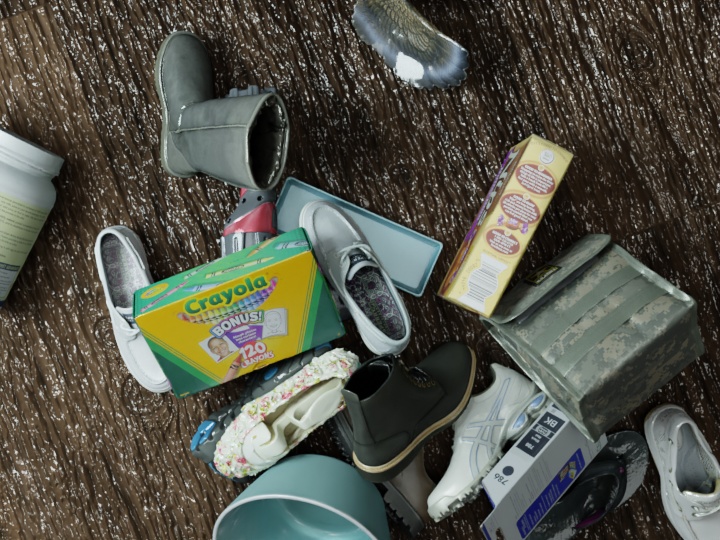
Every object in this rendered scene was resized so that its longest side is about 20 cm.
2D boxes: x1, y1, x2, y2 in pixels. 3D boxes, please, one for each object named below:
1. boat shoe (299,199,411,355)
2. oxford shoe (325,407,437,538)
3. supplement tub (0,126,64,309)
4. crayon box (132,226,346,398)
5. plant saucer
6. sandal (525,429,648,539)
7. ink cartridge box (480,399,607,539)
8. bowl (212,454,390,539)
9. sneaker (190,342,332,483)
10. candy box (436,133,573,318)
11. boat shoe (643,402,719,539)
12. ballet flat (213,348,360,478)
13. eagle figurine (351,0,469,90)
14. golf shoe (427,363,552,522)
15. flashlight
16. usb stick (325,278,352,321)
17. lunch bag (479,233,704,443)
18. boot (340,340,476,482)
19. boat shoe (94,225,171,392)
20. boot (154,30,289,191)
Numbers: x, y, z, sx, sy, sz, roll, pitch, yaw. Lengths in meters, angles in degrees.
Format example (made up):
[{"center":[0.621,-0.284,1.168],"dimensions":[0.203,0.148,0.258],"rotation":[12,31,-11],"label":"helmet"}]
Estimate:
[{"center":[-0.001,0.001,0.977],"dimensions":[0.070,0.072,0.201],"rotation":[-28,82,-18],"label":"boat shoe"},{"center":[0.025,0.204,1.016],"dimensions":[0.084,0.073,0.200],"rotation":[-38,94,-17],"label":"oxford shoe"},{"center":[-0.425,-0.061,0.955],"dimensions":[0.145,0.145,0.200],"rotation":[27,89,-2],"label":"supplement tub"},{"center":[-0.130,0.046,0.952],"dimensions":[0.200,0.058,0.119],"rotation":[-21,122,-1],"label":"crayon box"},{"center":[-0.007,-0.039,1.032],"dimensions":[0.200,0.019,0.070],"rotation":[24,90,-3],"label":"plant saucer"},{"center":[0.265,0.269,1.026],"dimensions":[0.200,0.048,0.075],"rotation":[-42,93,-3],"label":"sandal"},{"center":[0.196,0.226,0.976],"dimensions":[0.200,0.039,0.100],"rotation":[-43,133,-21],"label":"ink cartridge box"},{"center":[-0.051,0.281,0.966],"dimensions":[0.201,0.105,0.201],"rotation":[7,125,10],"label":"bowl"},{"center":[-0.101,0.159,1.013],"dimensions":[0.200,0.073,0.082],"rotation":[-43,109,4],"label":"sneaker"},{"center":[0.159,-0.047,0.987],"dimensions":[0.056,0.117,0.200],"rotation":[26,90,-1],"label":"candy box"},{"center":[0.390,0.254,1.015],"dimensions":[0.071,0.069,0.200],"rotation":[-26,98,-4],"label":"boat shoe"},{"center":[-0.078,0.160,0.946],"dimensions":[0.200,0.064,0.076],"rotation":[-42,114,2],"label":"ballet flat"},{"center":[0.052,-0.316,0.994],"dimensions":[0.200,0.151,0.152],"rotation":[26,134,-30],"label":"eagle figurine"},{"center":[0.128,0.194,1.005],"dimensions":[0.097,0.078,0.200],"rotation":[40,68,15],"label":"golf shoe"},{"center":[-0.129,-0.106,0.999],"dimensions":[0.068,0.068,0.200],"rotation":[1,80,-35],"label":"flashlight"},{"center":[-0.092,0.058,1.022],"dimensions":[0.200,0.033,0.056],"rotation":[-21,90,-2],"label":"usb stick"},{"center":[0.243,0.054,0.962],"dimensions":[0.164,0.200,0.118],"rotation":[-37,134,-6],"label":"lunch bag"},{"center":[0.059,0.116,0.943],"dimensions":[0.077,0.138,0.200],"rotation":[17,49,30],"label":"boot"},{"center":[-0.255,0.045,0.999],"dimensions":[0.072,0.069,0.200],"rotation":[-12,91,-2],"label":"boat shoe"},{"center":[-0.151,-0.176,0.938],"dimensions":[0.072,0.200,0.182],"rotation":[-7,98,-31],"label":"boot"}]
